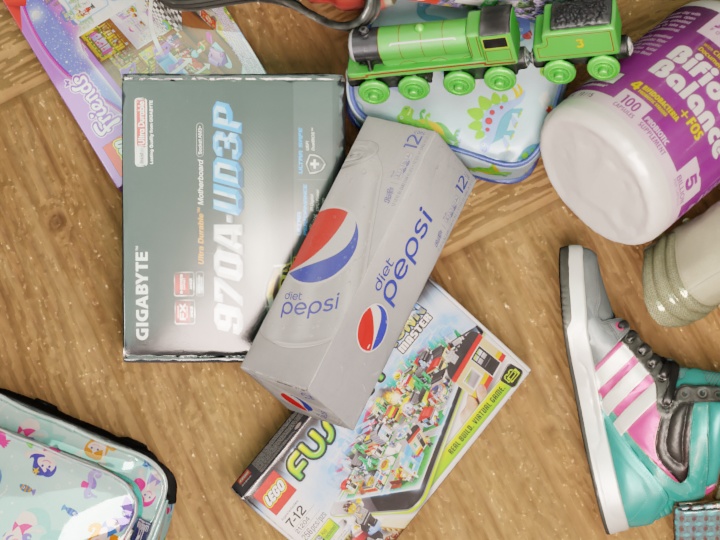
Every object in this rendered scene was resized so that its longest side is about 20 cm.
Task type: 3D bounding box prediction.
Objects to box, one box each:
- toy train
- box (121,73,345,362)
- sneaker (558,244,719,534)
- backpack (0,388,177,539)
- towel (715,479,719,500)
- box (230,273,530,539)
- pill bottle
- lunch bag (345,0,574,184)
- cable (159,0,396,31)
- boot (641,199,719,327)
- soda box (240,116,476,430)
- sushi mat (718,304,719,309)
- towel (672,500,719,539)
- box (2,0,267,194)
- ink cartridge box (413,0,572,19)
[{"bbox_3d":[0.082,-0.149,1.337,0.198,0.057,0.042,-4,52,15],"label":"toy train"},{"bbox_3d":[-0.089,-0.037,1.405,0.157,0.046,0.202,0,93,-4],"label":"box"},{"bbox_3d":[0.206,0.073,1.383,0.120,0.084,0.202,-11,89,5],"label":"sneaker"},{"bbox_3d":[-0.231,0.197,1.356,0.176,0.151,0.202,23,88,4],"label":"backpack"},{"bbox_3d":[0.361,0.136,1.395,0.198,0.036,0.150,21,82,5],"label":"towel"},{"bbox_3d":[0.015,0.110,1.390,0.110,0.035,0.200,41,85,-18],"label":"box"},{"bbox_3d":[0.227,-0.116,1.379,0.200,0.112,0.112,-39,82,-24],"label":"pill bottle"},{"bbox_3d":[0.079,-0.175,1.425,0.159,0.082,0.202,17,84,4],"label":"lunch bag"},{"bbox_3d":[-0.052,-0.197,1.398,0.198,0.050,0.098,-11,70,22],"label":"cable"},{"bbox_3d":[0.276,-0.039,1.383,0.154,0.200,0.072,-37,94,31],"label":"boot"},{"bbox_3d":[0.000,0.000,1.350,0.063,0.068,0.201,15,72,37],"label":"soda box"},{"bbox_3d":[0.316,0.052,1.386,0.095,0.012,0.201,-25,60,0],"label":"sushi mat"},{"bbox_3d":[0.315,0.221,1.364,0.198,0.022,0.148,-4,104,4],"label":"towel"},{"bbox_3d":[-0.168,-0.175,1.454,0.136,0.039,0.201,-32,83,-3],"label":"box"},{"bbox_3d":[0.066,-0.236,1.344,0.198,0.050,0.110,7,74,-14],"label":"ink cartridge box"}]
